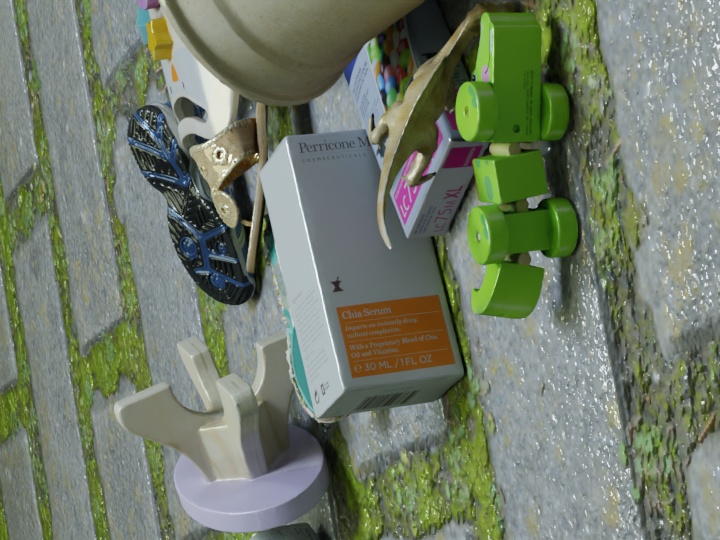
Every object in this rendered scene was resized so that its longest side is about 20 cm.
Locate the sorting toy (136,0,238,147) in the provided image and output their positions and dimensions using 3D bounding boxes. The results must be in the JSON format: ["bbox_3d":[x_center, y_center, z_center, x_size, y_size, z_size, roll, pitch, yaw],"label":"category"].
[{"bbox_3d":[-0.142,-0.201,1.983,0.200,0.106,0.182,174,91,-69],"label":"sorting toy"}]

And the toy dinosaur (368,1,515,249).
[{"bbox_3d":[0.034,-0.097,1.501,0.201,0.058,0.101,-62,-1,-20],"label":"toy dinosaur"}]

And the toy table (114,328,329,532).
[{"bbox_3d":[-0.107,0.131,1.938,0.200,0.183,0.118,15,127,58],"label":"toy table"}]

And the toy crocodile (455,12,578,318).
[{"bbox_3d":[0.096,-0.067,1.472,0.062,0.067,0.202,-165,70,-67],"label":"toy crocodile"}]

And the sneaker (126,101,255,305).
[{"bbox_3d":[-0.138,-0.066,2.081,0.075,0.077,0.201,-17,98,40],"label":"sneaker"}]

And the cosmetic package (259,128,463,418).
[{"bbox_3d":[0.000,0.000,1.694,0.071,0.101,0.201,132,127,-62],"label":"cosmetic package"}]

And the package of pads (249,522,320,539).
[{"bbox_3d":[-0.051,0.339,1.972,0.155,0.068,0.201,-129,39,-52],"label":"package of pads"}]

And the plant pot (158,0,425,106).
[{"bbox_3d":[-0.014,-0.236,1.528,0.183,0.200,0.202,-21,75,42],"label":"plant pot"}]

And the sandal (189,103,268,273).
[{"bbox_3d":[-0.106,-0.104,1.891,0.078,0.069,0.213,102,176,-77],"label":"sandal"}]

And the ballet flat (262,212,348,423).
[{"bbox_3d":[-0.030,0.033,1.851,0.064,0.075,0.201,54,-157,-67],"label":"ballet flat"}]

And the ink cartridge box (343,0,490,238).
[{"bbox_3d":[0.033,-0.138,1.654,0.120,0.042,0.201,114,145,-52],"label":"ink cartridge box"}]
